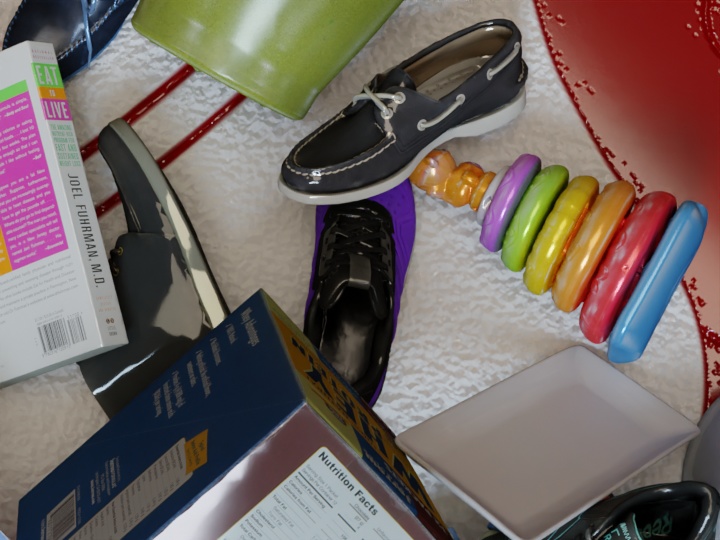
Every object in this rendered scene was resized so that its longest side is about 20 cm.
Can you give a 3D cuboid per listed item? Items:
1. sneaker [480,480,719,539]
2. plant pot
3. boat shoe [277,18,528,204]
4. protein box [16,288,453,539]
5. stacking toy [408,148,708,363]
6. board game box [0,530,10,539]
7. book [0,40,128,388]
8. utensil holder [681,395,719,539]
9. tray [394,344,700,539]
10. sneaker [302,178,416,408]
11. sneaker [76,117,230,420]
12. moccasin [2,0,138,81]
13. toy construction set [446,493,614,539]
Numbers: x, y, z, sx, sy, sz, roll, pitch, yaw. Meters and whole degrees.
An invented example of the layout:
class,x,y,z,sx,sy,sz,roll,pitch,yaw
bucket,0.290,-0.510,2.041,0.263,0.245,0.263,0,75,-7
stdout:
class,x,y,z,sx,sy,sz,roll,pitch,yaw
sneaker,0.125,0.171,0.916,0.199,0.079,0.076,-24,73,-13
plant pot,-0.049,-0.209,1.000,0.200,0.200,0.194,29,95,3
boat shoe,0.030,-0.105,1.003,0.199,0.061,0.074,-26,44,-25
protein box,-0.076,0.147,0.864,0.200,0.199,0.135,-41,109,2
stacking toy,0.118,-0.032,1.018,0.199,0.116,0.110,28,85,13
board game box,-0.249,0.202,0.931,0.158,0.039,0.200,-37,101,20
book,-0.231,-0.031,1.004,0.133,0.048,0.201,-18,83,32
utensil holder,0.298,0.136,0.942,0.169,0.200,0.171,0,83,1
tray,0.118,0.109,0.962,0.107,0.200,0.022,35,126,29
sneaker,0.001,0.000,1.005,0.069,0.100,0.201,5,80,0
sneaker,-0.154,0.005,1.019,0.106,0.075,0.201,-24,85,-3
moccasin,-0.178,-0.216,1.049,0.080,0.068,0.200,34,84,4
toy construction set,0.135,0.212,0.985,0.200,0.092,0.131,44,70,0
